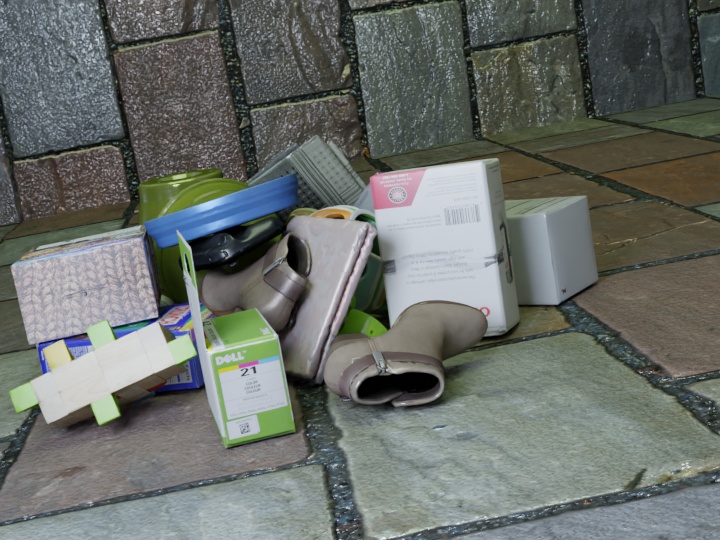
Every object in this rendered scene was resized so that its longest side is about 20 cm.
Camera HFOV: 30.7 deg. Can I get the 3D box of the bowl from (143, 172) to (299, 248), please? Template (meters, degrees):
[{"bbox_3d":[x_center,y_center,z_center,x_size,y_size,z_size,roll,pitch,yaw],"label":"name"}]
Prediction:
[{"bbox_3d":[-0.169,-0.073,1.631,0.199,0.040,0.201,-18,5,1],"label":"bowl"}]

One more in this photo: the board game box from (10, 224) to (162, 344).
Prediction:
[{"bbox_3d":[-0.335,0.013,1.636,0.158,0.098,0.200,-12,8,-5],"label":"board game box"}]

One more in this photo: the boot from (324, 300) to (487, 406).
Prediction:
[{"bbox_3d":[0.058,0.092,1.349,0.198,0.071,0.146,-13,18,-11],"label":"boot"}]

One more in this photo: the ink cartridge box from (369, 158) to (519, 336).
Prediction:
[{"bbox_3d":[0.102,-0.023,1.554,0.144,0.202,0.085,-5,6,21],"label":"ink cartridge box"}]

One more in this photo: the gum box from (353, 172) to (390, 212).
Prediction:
[{"bbox_3d":[0.040,-0.056,1.864,0.112,0.067,0.200,-4,-30,-31],"label":"gum box"}]

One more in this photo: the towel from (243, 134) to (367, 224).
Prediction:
[{"bbox_3d":[-0.079,-0.086,1.930,0.192,0.200,0.035,-33,30,15],"label":"towel"}]

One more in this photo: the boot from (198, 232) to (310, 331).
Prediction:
[{"bbox_3d":[-0.119,0.013,1.549,0.070,0.146,0.201,31,21,-31],"label":"boot"}]

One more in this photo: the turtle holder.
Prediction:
[{"bbox_3d":[-0.008,0.002,1.668,0.132,0.186,0.141,-38,0,41],"label":"turtle holder"}]

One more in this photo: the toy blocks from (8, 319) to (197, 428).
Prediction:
[{"bbox_3d":[-0.270,0.119,1.452,0.198,0.101,0.137,-25,-10,-2],"label":"toy blocks"}]

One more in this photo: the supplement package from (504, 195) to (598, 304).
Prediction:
[{"bbox_3d":[0.191,-0.025,1.709,0.198,0.118,0.117,-1,14,38],"label":"supplement package"}]

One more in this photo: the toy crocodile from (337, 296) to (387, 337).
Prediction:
[{"bbox_3d":[-0.054,0.066,1.602,0.199,0.068,0.062,-2,-23,41],"label":"toy crocodile"}]

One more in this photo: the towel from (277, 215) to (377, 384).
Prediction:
[{"bbox_3d":[-0.064,0.029,1.531,0.032,0.193,0.199,24,-7,-28],"label":"towel"}]

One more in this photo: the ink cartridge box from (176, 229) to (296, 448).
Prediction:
[{"bbox_3d":[-0.129,0.059,1.331,0.075,0.202,0.148,-11,11,-11],"label":"ink cartridge box"}]

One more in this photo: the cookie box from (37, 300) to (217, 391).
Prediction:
[{"bbox_3d":[-0.266,0.095,1.608,0.198,0.076,0.171,-7,10,13],"label":"cookie box"}]

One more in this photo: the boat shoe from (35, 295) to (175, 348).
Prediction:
[{"bbox_3d":[-0.355,0.078,1.819,0.198,0.073,0.069,-3,32,-1],"label":"boat shoe"}]

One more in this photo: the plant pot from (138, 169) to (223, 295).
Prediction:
[{"bbox_3d":[-0.259,-0.049,2.001,0.198,0.195,0.200,-9,11,2],"label":"plant pot"}]

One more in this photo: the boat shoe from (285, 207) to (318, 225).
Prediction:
[{"bbox_3d":[-0.038,-0.017,1.805,0.199,0.072,0.076,34,40,26],"label":"boat shoe"}]

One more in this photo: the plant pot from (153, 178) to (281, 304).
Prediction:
[{"bbox_3d":[-0.169,-0.004,1.800,0.198,0.202,0.193,-14,23,-21],"label":"plant pot"}]

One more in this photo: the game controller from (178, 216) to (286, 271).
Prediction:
[{"bbox_3d":[-0.158,-0.030,1.599,0.103,0.043,0.200,-20,6,-20],"label":"game controller"}]
